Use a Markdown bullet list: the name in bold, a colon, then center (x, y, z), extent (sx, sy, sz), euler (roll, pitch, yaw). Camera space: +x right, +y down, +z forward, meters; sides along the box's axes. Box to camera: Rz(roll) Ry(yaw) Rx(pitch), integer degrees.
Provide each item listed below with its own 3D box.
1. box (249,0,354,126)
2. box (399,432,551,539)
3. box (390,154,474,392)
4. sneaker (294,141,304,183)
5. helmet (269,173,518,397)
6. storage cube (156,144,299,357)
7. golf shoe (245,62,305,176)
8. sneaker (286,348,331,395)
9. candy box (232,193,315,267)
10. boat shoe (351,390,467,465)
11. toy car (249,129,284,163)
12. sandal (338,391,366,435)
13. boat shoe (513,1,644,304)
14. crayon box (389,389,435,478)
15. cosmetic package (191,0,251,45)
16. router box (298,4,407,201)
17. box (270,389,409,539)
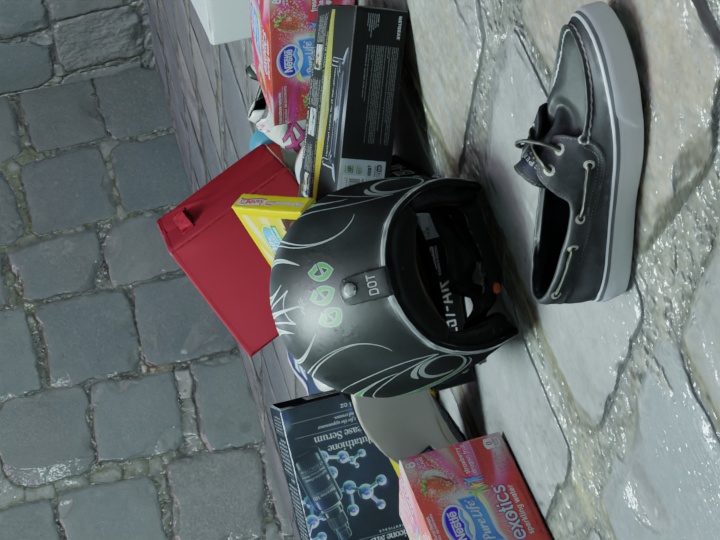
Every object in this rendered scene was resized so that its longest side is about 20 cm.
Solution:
- **box**: center (-0.064, -0.263, 1.437), extent (0.200, 0.095, 0.100), euler (92, 162, -55)
- **box**: center (0.110, 0.256, 1.170), extent (0.095, 0.103, 0.200), euler (89, 163, -47)
- **box**: center (0.053, -0.002, 1.299), extent (0.160, 0.043, 0.200), euler (-135, 34, -69)
- **sneaker**: center (-0.026, -0.100, 1.507), extent (0.200, 0.070, 0.109), euler (104, 153, -61)
- **helmet**: center (0.020, 0.015, 1.113), extent (0.191, 0.200, 0.200), euler (-18, 84, 50)
- **storage cube**: center (-0.132, -0.029, 1.713), extent (0.200, 0.180, 0.171), euler (54, 178, -21)
- **golf shoe**: center (-0.102, -0.200, 1.715), extent (0.200, 0.092, 0.073), euler (86, 164, -44)
- **sneaker**: center (-0.052, 0.108, 1.893), extent (0.200, 0.080, 0.147), euler (-110, 20, -45)
- **candy box**: center (-0.039, 0.009, 1.293), extent (0.102, 0.026, 0.200), euler (9, 139, 47)
- **boat shoe**: center (0.049, 0.150, 1.290), extent (0.200, 0.075, 0.093), euler (56, 180, -21)
- **toy car**: center (-0.174, -0.088, 1.922), extent (0.184, 0.200, 0.177), euler (-117, 18, -50)
- **sandal**: center (-0.015, 0.115, 1.473), extent (0.075, 0.048, 0.201), euler (-118, 14, -46)
- **boat shoe**: center (0.125, -0.062, 0.805), extent (0.070, 0.066, 0.200), euler (-117, 17, -50)
- **crayon box**: center (0.046, 0.154, 1.500), extent (0.200, 0.051, 0.127), euler (-119, 19, -56)
- **cosmetic package**: center (-0.163, -0.422, 1.672), extent (0.199, 0.123, 0.200), euler (-117, 19, -50)
- **router box**: center (-0.010, -0.152, 1.273), extent (0.157, 0.052, 0.200), euler (-141, 56, -71)
- **box**: center (-0.016, 0.249, 1.667), extent (0.107, 0.148, 0.200), euler (167, 89, -79)
